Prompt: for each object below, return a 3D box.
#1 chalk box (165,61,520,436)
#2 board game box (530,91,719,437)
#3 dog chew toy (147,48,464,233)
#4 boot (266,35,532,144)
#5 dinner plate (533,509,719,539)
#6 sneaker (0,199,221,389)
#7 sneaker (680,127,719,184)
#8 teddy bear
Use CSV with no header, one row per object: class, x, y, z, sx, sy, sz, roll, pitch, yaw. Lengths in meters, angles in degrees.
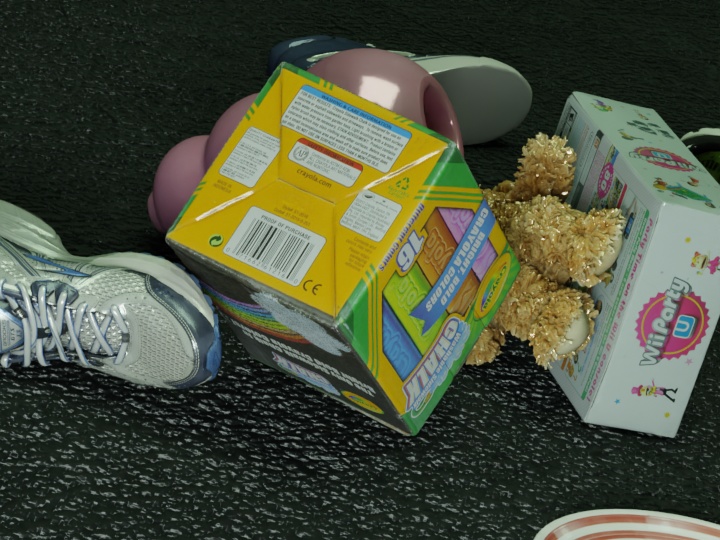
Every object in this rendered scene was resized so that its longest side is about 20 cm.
chalk box,0.000,0.000,1.518,0.125,0.124,0.200,26,-15,26
board game box,0.160,-0.007,1.682,0.064,0.148,0.200,12,20,-17
dog chew toy,-0.040,-0.062,1.678,0.200,0.125,0.125,-15,10,21
boot,0.031,-0.147,2.070,0.200,0.073,0.090,0,30,-34
dinner plate,0.181,0.177,1.382,0.200,0.024,0.200,14,20,-5
sneaker,-0.167,0.027,1.480,0.200,0.077,0.085,18,28,30
sneaker,0.309,-0.056,2.039,0.200,0.074,0.087,21,19,29
teddy bear,0.092,-0.010,1.655,0.067,0.145,0.200,16,23,-26
